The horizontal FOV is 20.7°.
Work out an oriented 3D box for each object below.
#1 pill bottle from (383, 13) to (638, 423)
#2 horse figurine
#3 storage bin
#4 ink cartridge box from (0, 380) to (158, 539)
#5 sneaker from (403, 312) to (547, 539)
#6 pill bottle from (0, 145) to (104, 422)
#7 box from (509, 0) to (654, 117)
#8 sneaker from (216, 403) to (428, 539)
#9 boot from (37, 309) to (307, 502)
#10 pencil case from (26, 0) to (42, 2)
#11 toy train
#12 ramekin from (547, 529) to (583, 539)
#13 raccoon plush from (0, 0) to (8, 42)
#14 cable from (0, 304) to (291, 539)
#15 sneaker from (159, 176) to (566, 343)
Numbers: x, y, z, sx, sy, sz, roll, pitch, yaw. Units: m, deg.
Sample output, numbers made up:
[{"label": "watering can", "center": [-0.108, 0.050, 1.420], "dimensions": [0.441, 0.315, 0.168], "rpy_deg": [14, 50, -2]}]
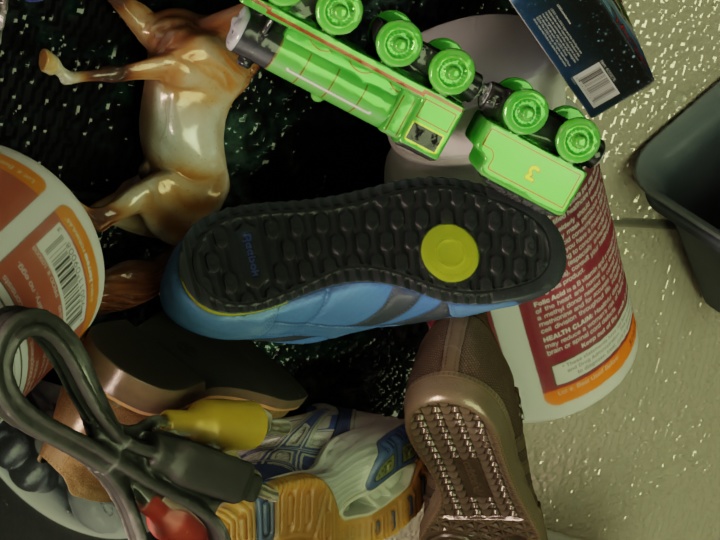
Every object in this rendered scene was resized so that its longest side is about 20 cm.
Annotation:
[{"label": "pill bottle", "center": [0.077, -0.027, 1.058], "dimensions": [0.114, 0.114, 0.200], "rpy_deg": [-32, 126, -20]}, {"label": "horse figurine", "center": [-0.101, -0.065, 0.953], "dimensions": [0.132, 0.050, 0.201], "rpy_deg": [1, 107, -34]}, {"label": "storage bin", "center": [0.286, -0.046, 1.195], "dimensions": [0.200, 0.145, 0.134], "rpy_deg": [-41, 139, -14]}, {"label": "ink cartridge box", "center": [-0.163, 0.138, 0.917], "dimensions": [0.198, 0.201, 0.043], "rpy_deg": [22, 136, -40]}, {"label": "sneaker", "center": [0.067, 0.096, 1.044], "dimensions": [0.200, 0.070, 0.076], "rpy_deg": [80, 21, -51]}, {"label": "pill bottle", "center": [-0.200, 0.034, 0.830], "dimensions": [0.200, 0.112, 0.113], "rpy_deg": [-52, 142, -53]}, {"label": "box", "center": [0.067, -0.186, 0.953], "dimensions": [0.038, 0.137, 0.200], "rpy_deg": [-29, 126, 15]}, {"label": "sneaker", "center": [-0.046, 0.121, 1.026], "dimensions": [0.200, 0.088, 0.076], "rpy_deg": [-17, 118, -54]}, {"label": "boot", "center": [-0.094, 0.068, 0.980], "dimensions": [0.076, 0.074, 0.200], "rpy_deg": [-58, 159, 13]}, {"label": "pencil case", "center": [-0.079, -0.182, 0.899], "dimensions": [0.199, 0.078, 0.087], "rpy_deg": [-18, 81, -28]}, {"label": "toy train", "center": [0.025, -0.087, 0.936], "dimensions": [0.200, 0.042, 0.057], "rpy_deg": [26, 101, -14]}, {"label": "ramekin", "center": [0.141, 0.215, 1.170], "dimensions": [0.202, 0.202, 0.095], "rpy_deg": [19, 87, -40]}, {"label": "raccoon plush", "center": [-0.187, -0.160, 0.737], "dimensions": [0.134, 0.097, 0.201], "rpy_deg": [7, 110, -18]}, {"label": "cable", "center": [-0.106, 0.082, 0.859], "dimensions": [0.200, 0.050, 0.097], "rpy_deg": [30, 80, -43]}, {"label": "sneaker", "center": [0.000, 0.000, 0.975], "dimensions": [0.199, 0.078, 0.066], "rpy_deg": [-5, 72, -14]}]
